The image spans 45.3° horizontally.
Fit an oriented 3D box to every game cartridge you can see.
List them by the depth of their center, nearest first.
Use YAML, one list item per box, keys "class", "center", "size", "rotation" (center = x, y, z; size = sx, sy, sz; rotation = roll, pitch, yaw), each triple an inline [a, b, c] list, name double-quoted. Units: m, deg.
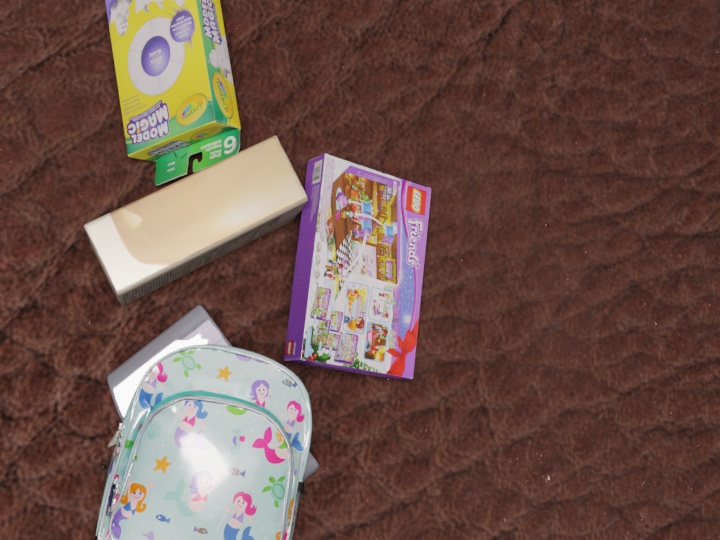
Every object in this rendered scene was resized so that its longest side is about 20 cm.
- class: "game cartridge"
  center: [-0.148, 0.153, 0.833]
  size: [0.133, 0.042, 0.201]
  rotation: [-38, 91, -20]

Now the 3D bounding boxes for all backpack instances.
- class: "backpack"
  center: [-0.129, 0.166, 0.748]
  size: [0.174, 0.151, 0.204]
  rotation: [15, 73, -8]

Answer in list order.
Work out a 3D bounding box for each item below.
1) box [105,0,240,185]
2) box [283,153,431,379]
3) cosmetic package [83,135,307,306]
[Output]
- class: "box"
  center: [-0.185, -0.195, 0.846]
  size: [0.115, 0.048, 0.204]
  rotation: [-15, 83, 27]
- class: "box"
  center: [0.000, 0.000, 0.868]
  size: [0.135, 0.039, 0.205]
  rotation: [14, 77, -32]
- class: "cosmetic package"
  center: [-0.157, -0.046, 0.829]
  size: [0.198, 0.105, 0.072]
  rotation: [-28, 89, -17]
